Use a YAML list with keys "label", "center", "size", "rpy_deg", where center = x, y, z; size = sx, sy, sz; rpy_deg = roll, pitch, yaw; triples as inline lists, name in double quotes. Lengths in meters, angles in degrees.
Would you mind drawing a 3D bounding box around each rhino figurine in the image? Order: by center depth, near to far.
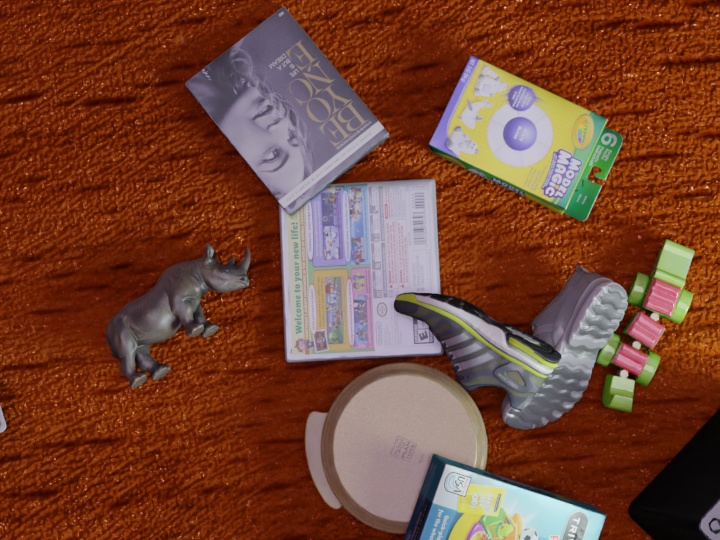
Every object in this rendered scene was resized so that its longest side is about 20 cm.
- label: "rhino figurine"
  center: [-0.203, 0.039, 1.536]
  size: [0.200, 0.060, 0.088]
  rpy_deg: [-40, 74, -4]

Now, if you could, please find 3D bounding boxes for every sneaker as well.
- label: "sneaker"
  center: [0.115, 0.083, 1.472]
  size: [0.199, 0.074, 0.082]
  rpy_deg: [28, 100, 27]
- label: "sneaker"
  center: [0.219, 0.088, 1.511]
  size: [0.074, 0.082, 0.201]
  rpy_deg: [28, 102, -33]

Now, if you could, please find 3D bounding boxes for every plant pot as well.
- label: "plant pot"
  center: [0.427, 0.258, 1.424]
  size: [0.199, 0.177, 0.200]
  rpy_deg: [44, 90, 6]

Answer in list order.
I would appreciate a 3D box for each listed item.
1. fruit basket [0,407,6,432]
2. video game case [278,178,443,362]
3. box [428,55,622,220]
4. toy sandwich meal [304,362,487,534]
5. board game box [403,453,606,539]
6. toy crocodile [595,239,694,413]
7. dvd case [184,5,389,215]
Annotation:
- label: "fruit basket"
  center: [-0.511, 0.120, 1.531]
  size: [0.184, 0.094, 0.202]
  rpy_deg: [-21, 81, 1]
- label: "video game case"
  center: [0.000, 0.000, 1.547]
  size: [0.180, 0.022, 0.202]
  rpy_deg: [-3, 86, 3]
- label: "box"
  center: [0.189, -0.147, 1.537]
  size: [0.199, 0.048, 0.118]
  rpy_deg: [25, 87, 3]
- label: "toy sandwich meal"
  center: [0.041, 0.199, 1.508]
  size: [0.203, 0.070, 0.207]
  rpy_deg: [0, 85, 0]
- label: "board game box"
  center: [0.148, 0.301, 1.461]
  size: [0.199, 0.047, 0.152]
  rpy_deg: [19, 91, -16]
- label: "toy crocodile"
  center: [0.316, 0.062, 1.504]
  size: [0.067, 0.062, 0.201]
  rpy_deg: [26, 87, 5]
- label: "dvd case"
  center: [-0.085, -0.185, 1.558]
  size: [0.148, 0.016, 0.200]
  rpy_deg: [-38, 80, -4]
